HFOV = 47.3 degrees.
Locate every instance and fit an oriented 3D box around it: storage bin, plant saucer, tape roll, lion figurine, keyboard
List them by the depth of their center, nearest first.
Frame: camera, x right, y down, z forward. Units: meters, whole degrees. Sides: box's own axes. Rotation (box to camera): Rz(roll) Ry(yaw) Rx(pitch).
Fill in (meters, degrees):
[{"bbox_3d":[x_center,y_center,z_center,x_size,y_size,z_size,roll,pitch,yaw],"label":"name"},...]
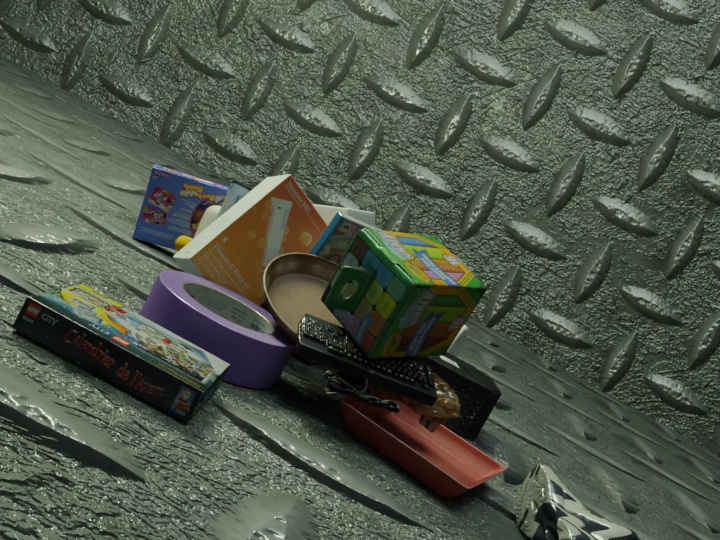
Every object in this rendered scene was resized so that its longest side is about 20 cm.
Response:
[{"bbox_3d":[0.010,0.125,1.040,0.200,0.021,0.127,23,34,-17],"label":"keyboard"},{"bbox_3d":[-0.185,0.075,1.079,0.200,0.066,0.200,29,6,-3],"label":"tape roll"},{"bbox_3d":[0.081,0.235,1.102,0.200,0.037,0.200,32,7,23],"label":"plant saucer"},{"bbox_3d":[-0.049,0.056,1.129,0.200,0.035,0.200,25,31,-16],"label":"plant saucer"},{"bbox_3d":[0.057,0.148,1.169,0.122,0.073,0.200,11,21,-22],"label":"lion figurine"},{"bbox_3d":[0.125,0.189,1.405,0.200,0.094,0.135,27,6,-6],"label":"storage bin"}]

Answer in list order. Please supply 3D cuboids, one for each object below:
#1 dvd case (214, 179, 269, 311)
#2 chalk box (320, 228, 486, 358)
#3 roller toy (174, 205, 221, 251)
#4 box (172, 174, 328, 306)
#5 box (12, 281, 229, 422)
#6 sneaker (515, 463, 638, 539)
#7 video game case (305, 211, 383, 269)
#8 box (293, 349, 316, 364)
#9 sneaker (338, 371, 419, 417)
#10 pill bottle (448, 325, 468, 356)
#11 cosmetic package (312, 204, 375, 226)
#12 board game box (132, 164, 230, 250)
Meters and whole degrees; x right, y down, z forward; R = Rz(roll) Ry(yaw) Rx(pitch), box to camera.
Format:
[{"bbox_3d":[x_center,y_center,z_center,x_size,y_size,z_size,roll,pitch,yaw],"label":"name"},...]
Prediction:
[{"bbox_3d":[-0.176,-0.022,1.299,0.142,0.200,0.018,25,-10,-25],"label":"dvd case"},{"bbox_3d":[0.043,0.031,1.082,0.200,0.125,0.124,2,36,-46],"label":"chalk box"},{"bbox_3d":[-0.202,-0.018,1.403,0.200,0.140,0.182,25,-4,-32],"label":"roller toy"},{"bbox_3d":[-0.159,-0.035,1.242,0.125,0.200,0.097,54,-20,-19],"label":"box"},{"bbox_3d":[-0.247,0.082,0.877,0.200,0.038,0.137,29,6,0],"label":"box"},{"bbox_3d":[0.276,0.327,1.027,0.129,0.080,0.199,29,6,-10],"label":"sneaker"},{"bbox_3d":[0.000,0.000,1.265,0.200,0.143,0.018,21,22,-42],"label":"video game case"},{"bbox_3d":[-0.066,0.086,1.368,0.100,0.096,0.200,31,7,17],"label":"box"},{"bbox_3d":[0.058,0.170,1.279,0.200,0.077,0.085,33,17,33],"label":"sneaker"},{"bbox_3d":[0.119,0.124,1.771,0.200,0.120,0.120,31,7,19],"label":"pill bottle"},{"bbox_3d":[-0.082,-0.085,1.506,0.200,0.074,0.102,7,2,30],"label":"cosmetic package"},{"bbox_3d":[-0.299,-0.098,1.502,0.199,0.135,0.045,17,10,-15],"label":"board game box"}]
